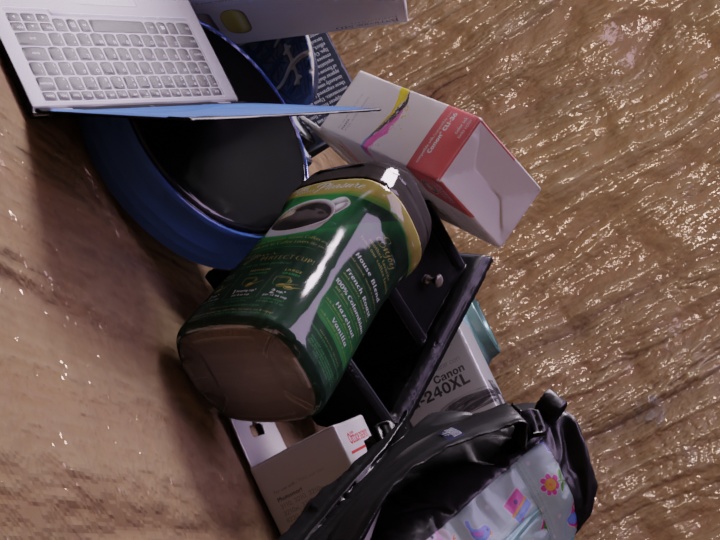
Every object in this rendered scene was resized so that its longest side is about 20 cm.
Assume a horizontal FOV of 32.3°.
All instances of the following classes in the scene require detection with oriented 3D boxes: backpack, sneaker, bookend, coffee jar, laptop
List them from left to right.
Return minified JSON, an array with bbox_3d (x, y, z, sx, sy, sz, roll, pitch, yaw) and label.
[{"bbox_3d":[-0.121,-0.154,0.798,0.187,0.116,0.201,-12,71,-53],"label":"laptop"},{"bbox_3d":[-0.081,-0.228,1.086,0.085,0.077,0.201,0,59,-60],"label":"sneaker"},{"bbox_3d":[-0.031,0.008,0.835,0.200,0.104,0.086,-55,128,-43],"label":"coffee jar"},{"bbox_3d":[0.000,0.000,1.029,0.201,0.092,0.199,-59,136,-29],"label":"bookend"},{"bbox_3d":[0.034,0.167,0.715,0.167,0.200,0.127,-25,-81,53],"label":"backpack"}]

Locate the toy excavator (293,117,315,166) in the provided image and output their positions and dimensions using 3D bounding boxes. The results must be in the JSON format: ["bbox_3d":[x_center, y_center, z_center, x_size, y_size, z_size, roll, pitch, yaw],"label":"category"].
[{"bbox_3d":[-0.141,-0.130,1.033,0.200,0.100,0.195,46,12,-15],"label":"toy excavator"}]

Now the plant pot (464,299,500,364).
[{"bbox_3d":[0.119,0.095,1.796,0.201,0.134,0.200,61,7,-12],"label":"plant pot"}]

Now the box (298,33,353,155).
[{"bbox_3d":[-0.100,-0.198,1.217,0.201,0.107,0.148,63,-22,-4],"label":"box"}]

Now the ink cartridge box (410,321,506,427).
[{"bbox_3d":[0.074,0.164,1.174,0.201,0.145,0.083,65,10,16],"label":"ink cartridge box"}]

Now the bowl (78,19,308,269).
[{"bbox_3d":[-0.115,-0.099,0.905,0.200,0.039,0.202,33,42,-35],"label":"bowl"}]

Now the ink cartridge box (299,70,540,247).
[{"bbox_3d":[0.047,-0.105,1.090,0.200,0.068,0.116,30,-8,44],"label":"ink cartridge box"}]

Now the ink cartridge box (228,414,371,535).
[{"bbox_3d":[-0.011,0.169,0.860,0.201,0.068,0.115,63,7,7],"label":"ink cartridge box"}]

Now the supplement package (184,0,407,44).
[{"bbox_3d":[-0.070,-0.274,0.979,0.111,0.198,0.157,48,37,-80],"label":"supplement package"}]
